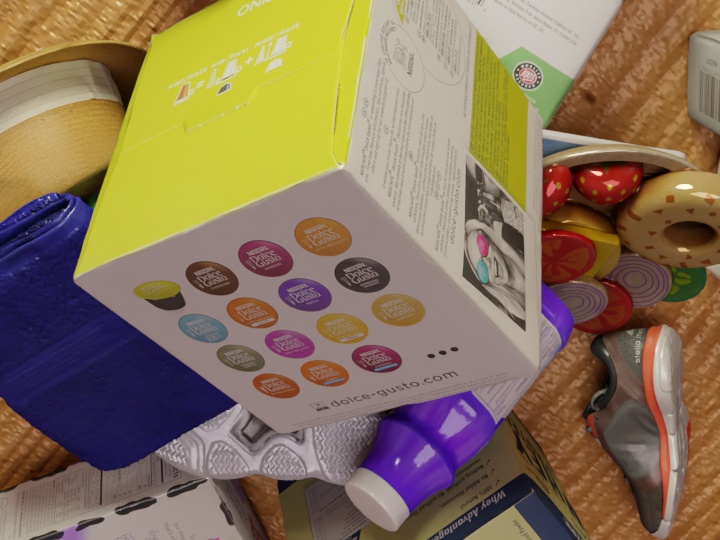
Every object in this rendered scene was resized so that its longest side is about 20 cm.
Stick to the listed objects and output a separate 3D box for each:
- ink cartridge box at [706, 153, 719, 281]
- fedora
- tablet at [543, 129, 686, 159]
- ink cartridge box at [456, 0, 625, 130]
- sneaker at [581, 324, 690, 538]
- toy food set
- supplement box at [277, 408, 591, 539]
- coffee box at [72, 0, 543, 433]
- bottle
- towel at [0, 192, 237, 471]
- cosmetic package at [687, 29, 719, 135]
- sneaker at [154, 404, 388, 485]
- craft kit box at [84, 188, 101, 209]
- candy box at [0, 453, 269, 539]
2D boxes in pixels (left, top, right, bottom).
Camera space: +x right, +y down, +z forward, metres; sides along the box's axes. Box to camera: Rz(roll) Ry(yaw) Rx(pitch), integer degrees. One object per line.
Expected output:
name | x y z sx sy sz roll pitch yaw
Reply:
ink cartridge box | 0.384 -0.045 0.892 0.197 0.068 0.118 0 109 -6
fedora | -0.213 -0.071 0.753 0.199 0.201 0.082 -32 82 5
tablet | 0.126 -0.060 0.841 0.197 0.014 0.131 7 144 -11
ink cartridge box | 0.115 -0.224 0.793 0.145 0.084 0.201 29 104 -15
sneaker | 0.230 0.132 0.949 0.081 0.077 0.203 2 116 25
toy food set | 0.179 -0.019 0.846 0.197 0.049 0.199 9 143 -13
supplement box | 0.058 0.206 0.868 0.199 0.200 0.135 -37 116 8
coffee box | -0.019 -0.049 0.689 0.198 0.202 0.198 -18 136 32
bottle | 0.068 0.092 0.793 0.065 0.083 0.200 44 65 -3
towel | -0.177 0.044 0.736 0.146 0.050 0.200 -29 130 15
cosmetic package | 0.356 -0.143 0.839 0.197 0.102 0.075 -6 111 -5
sneaker | -0.071 0.112 0.859 0.197 0.114 0.077 8 95 2
craft kit box | -0.160 0.035 0.816 0.199 0.049 0.197 -38 144 13
candy box | -0.183 0.229 0.906 0.197 0.072 0.169 -20 125 1
